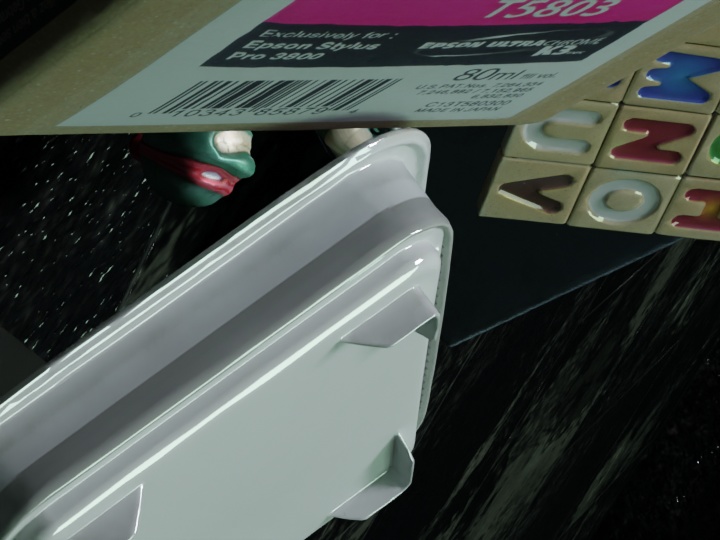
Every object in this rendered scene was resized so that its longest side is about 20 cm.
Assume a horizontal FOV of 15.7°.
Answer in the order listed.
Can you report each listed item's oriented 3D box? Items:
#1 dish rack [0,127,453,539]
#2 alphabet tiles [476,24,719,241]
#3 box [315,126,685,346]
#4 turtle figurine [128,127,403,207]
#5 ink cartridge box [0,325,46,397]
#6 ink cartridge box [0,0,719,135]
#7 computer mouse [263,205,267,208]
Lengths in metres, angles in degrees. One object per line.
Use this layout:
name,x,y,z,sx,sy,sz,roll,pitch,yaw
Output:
dish rack,-0.039,0.056,0.733,0.171,0.044,0.200,-37,163,-16
alphabet tiles,0.111,-0.076,0.856,0.200,0.167,0.008,110,-19,-50
box,0.118,-0.088,1.041,0.200,0.124,0.197,-27,-172,34
turtle figurine,-0.015,-0.083,0.798,0.150,0.100,0.201,161,-50,-86
ink cartridge box,-0.179,0.107,0.727,0.200,0.083,0.145,-60,167,23
ink cartridge box,0.015,-0.093,0.621,0.200,0.075,0.165,-4,166,-38
computer mouse,-0.053,0.048,1.139,0.201,0.053,0.138,-69,163,9
